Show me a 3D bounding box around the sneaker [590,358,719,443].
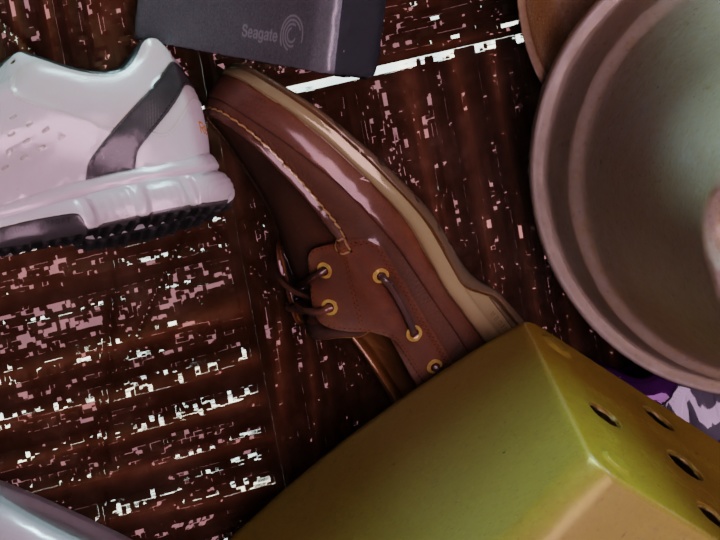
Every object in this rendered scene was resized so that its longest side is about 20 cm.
[{"bbox_3d":[0.182,0.029,1.225,0.200,0.074,0.088,-30,102,-12],"label":"sneaker"}]

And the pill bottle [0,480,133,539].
[{"bbox_3d":[-0.158,0.191,1.112,0.112,0.112,0.201,26,89,-21],"label":"pill bottle"}]

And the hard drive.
[{"bbox_3d":[-0.031,-0.181,1.083,0.033,0.139,0.201,2,98,-37],"label":"hard drive"}]

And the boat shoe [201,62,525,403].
[{"bbox_3d":[0.000,0.000,1.157,0.068,0.072,0.200,-45,112,-9],"label":"boat shoe"}]

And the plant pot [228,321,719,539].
[{"bbox_3d":[0.077,0.143,1.115,0.200,0.200,0.177,32,104,-20],"label":"plant pot"}]

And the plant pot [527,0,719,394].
[{"bbox_3d":[0.181,-0.030,1.090,0.200,0.183,0.201,-1,100,-7],"label":"plant pot"}]

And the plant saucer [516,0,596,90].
[{"bbox_3d":[0.153,-0.142,1.186,0.199,0.035,0.201,-9,118,-17],"label":"plant saucer"}]

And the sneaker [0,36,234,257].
[{"bbox_3d":[-0.154,-0.040,1.107,0.199,0.074,0.080,-12,84,-16],"label":"sneaker"}]
